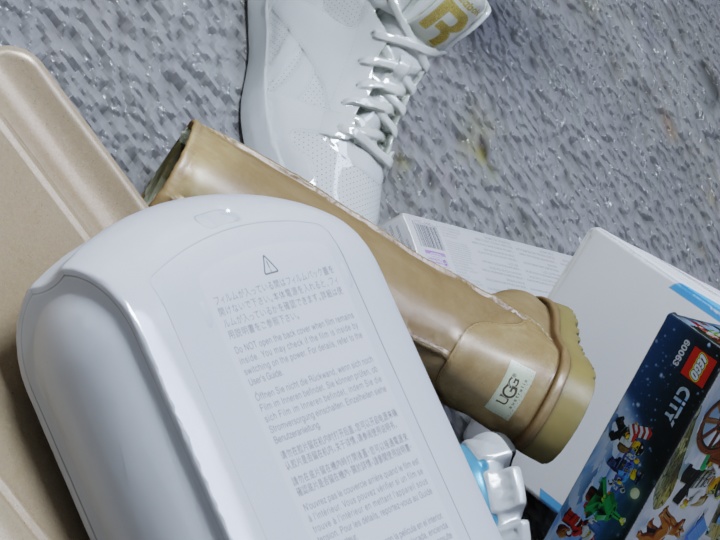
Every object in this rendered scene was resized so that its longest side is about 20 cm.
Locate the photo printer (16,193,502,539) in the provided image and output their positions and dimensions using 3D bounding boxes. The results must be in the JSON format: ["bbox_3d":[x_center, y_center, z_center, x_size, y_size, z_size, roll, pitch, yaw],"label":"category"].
[{"bbox_3d":[-0.033,0.068,0.841,0.166,0.069,0.200,-17,80,-56],"label":"photo printer"}]

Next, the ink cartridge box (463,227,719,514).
[{"bbox_3d":[0.176,0.083,1.161,0.129,0.125,0.200,37,9,38],"label":"ink cartridge box"}]

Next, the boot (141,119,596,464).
[{"bbox_3d":[0.000,0.000,1.014,0.200,0.066,0.175,30,0,-9],"label":"boot"}]

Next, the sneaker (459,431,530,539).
[{"bbox_3d":[0.028,0.169,0.941,0.075,0.087,0.200,135,-51,-77],"label":"sneaker"}]

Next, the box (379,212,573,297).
[{"bbox_3d":[0.064,0.008,1.186,0.200,0.039,0.041,11,56,-57],"label":"box"}]

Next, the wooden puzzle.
[{"bbox_3d":[-0.123,0.031,0.841,0.185,0.037,0.200,54,31,-13],"label":"wooden puzzle"}]

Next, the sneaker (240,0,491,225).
[{"bbox_3d":[0.007,-0.097,1.108,0.074,0.116,0.200,36,37,-43],"label":"sneaker"}]

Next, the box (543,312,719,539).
[{"bbox_3d":[0.139,0.121,1.020,0.137,0.200,0.038,13,20,-47],"label":"box"}]
